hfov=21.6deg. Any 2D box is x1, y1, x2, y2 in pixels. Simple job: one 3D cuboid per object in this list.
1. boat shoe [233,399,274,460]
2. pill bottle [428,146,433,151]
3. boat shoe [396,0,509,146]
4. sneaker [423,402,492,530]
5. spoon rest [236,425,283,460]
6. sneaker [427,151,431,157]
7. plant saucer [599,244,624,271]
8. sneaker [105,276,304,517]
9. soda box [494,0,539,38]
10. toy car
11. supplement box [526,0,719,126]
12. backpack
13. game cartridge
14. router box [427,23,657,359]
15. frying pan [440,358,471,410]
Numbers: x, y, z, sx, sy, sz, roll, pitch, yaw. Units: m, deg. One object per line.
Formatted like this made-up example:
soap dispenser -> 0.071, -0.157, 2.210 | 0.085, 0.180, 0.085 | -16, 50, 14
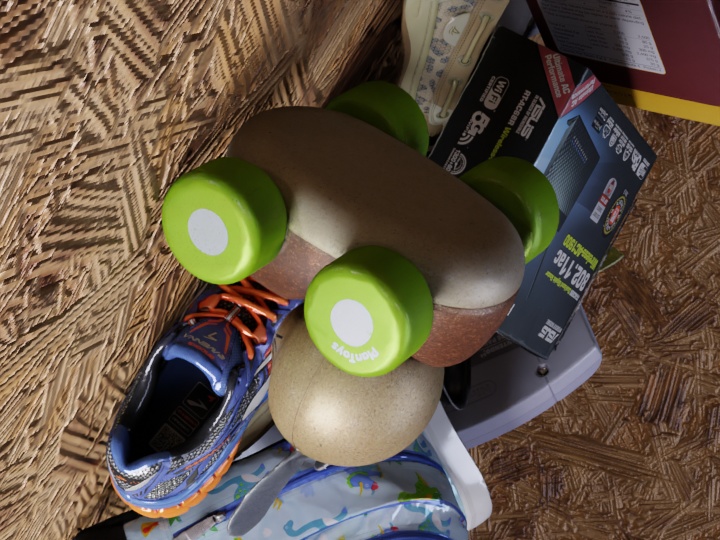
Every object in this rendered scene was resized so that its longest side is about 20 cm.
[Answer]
boat shoe -> -0.061, 0.055, 1.113 | 0.200, 0.065, 0.072 | -43, -179, 11
pill bottle -> 0.100, -0.086, 1.403 | 0.111, 0.110, 0.200 | -63, 171, 24
boat shoe -> 0.060, -0.129, 1.115 | 0.200, 0.062, 0.074 | 85, 25, -66
sneaker -> 0.019, 0.116, 1.196 | 0.082, 0.074, 0.200 | -36, 135, -6
spoon rest -> -0.067, 0.126, 1.289 | 0.099, 0.060, 0.200 | -53, 163, -32
sneaker -> 0.092, -0.059, 1.234 | 0.105, 0.060, 0.200 | -61, 148, -11
plant saucer -> 0.077, 0.008, 1.446 | 0.199, 0.048, 0.200 | -27, -171, -10
sneaker -> -0.068, 0.041, 0.995 | 0.201, 0.075, 0.078 | -60, 168, -6
soda box -> 0.112, -0.202, 1.235 | 0.070, 0.063, 0.200 | -64, 171, 18
toy car -> -0.016, 0.034, 0.933 | 0.164, 0.157, 0.201 | -33, 149, -52
supplement box -> 0.189, -0.229, 1.089 | 0.198, 0.132, 0.200 | -56, 141, -22
backpack -> -0.036, 0.165, 1.088 | 0.200, 0.154, 0.163 | -37, 144, -5
game cartridge -> 0.060, 0.059, 1.309 | 0.199, 0.134, 0.041 | -23, 145, 6
router box -> 0.097, -0.039, 1.117 | 0.150, 0.062, 0.200 | -61, 156, 0
frying pan -> 0.043, 0.049, 1.203 | 0.190, 0.031, 0.116 | -61, 139, -66
